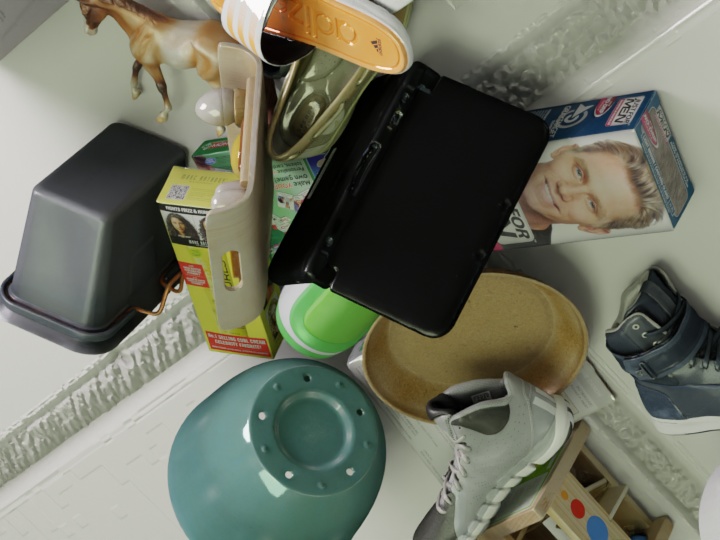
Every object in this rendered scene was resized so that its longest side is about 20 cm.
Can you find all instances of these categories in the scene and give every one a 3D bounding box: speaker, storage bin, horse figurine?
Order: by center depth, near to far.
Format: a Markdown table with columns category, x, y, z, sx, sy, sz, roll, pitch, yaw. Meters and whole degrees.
| category | x | y | z | sx | sy | sz | roll | pitch | yaw |
| --- | --- | --- | --- | --- | --- | --- | --- | --- | --- |
| speaker | 0.000 | 0.000 | 1.775 | 0.088 | 0.089 | 0.200 | 39 | 139 | -4 |
| horse figurine | -0.149 | -0.181 | 1.785 | 0.199 | 0.050 | 0.133 | 16 | 137 | 20 |
| storage bin | -0.228 | -0.035 | 1.859 | 0.145 | 0.200 | 0.135 | 23 | 125 | 13 |

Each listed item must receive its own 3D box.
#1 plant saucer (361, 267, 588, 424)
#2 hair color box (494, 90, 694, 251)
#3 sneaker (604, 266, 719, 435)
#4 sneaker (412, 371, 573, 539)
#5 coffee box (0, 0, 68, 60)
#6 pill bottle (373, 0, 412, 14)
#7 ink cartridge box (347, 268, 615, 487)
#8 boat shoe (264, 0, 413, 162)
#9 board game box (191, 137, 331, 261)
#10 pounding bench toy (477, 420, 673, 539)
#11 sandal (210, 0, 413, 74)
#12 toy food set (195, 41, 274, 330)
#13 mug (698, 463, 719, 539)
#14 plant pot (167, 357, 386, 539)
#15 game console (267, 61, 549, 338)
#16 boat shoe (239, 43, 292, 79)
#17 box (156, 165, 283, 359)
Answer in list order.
| category | x | y | z | sx | sy | sz | roll | pitch | yaw |
| --- | --- | --- | --- | --- | --- | --- | --- | --- | --- |
| plant saucer | 0.099 | 0.060 | 1.777 | 0.198 | 0.036 | 0.201 | -3 | 137 | -3 |
| hair color box | 0.162 | -0.078 | 1.673 | 0.199 | 0.061 | 0.100 | -7 | 122 | 34 |
| sneaker | 0.298 | 0.062 | 1.694 | 0.201 | 0.077 | 0.147 | -14 | 120 | 39 |
| sneaker | 0.086 | 0.163 | 1.805 | 0.115 | 0.075 | 0.200 | 34 | 107 | -25 |
| coffee box | -0.398 | -0.251 | 1.768 | 0.197 | 0.200 | 0.200 | -24 | 111 | 42 |
| pill bottle | -0.012 | -0.299 | 1.559 | 0.200 | 0.112 | 0.112 | 48 | 134 | -12 |
| ink cartridge box | 0.112 | 0.094 | 1.870 | 0.199 | 0.050 | 0.161 | -31 | 107 | 24 |
| boat shoe | -0.019 | -0.178 | 1.658 | 0.073 | 0.063 | 0.201 | 35 | 113 | 10 |
| board game box | -0.043 | -0.066 | 1.829 | 0.199 | 0.029 | 0.135 | -5 | 124 | 34 |
| pounding bench toy | 0.176 | 0.274 | 1.855 | 0.156 | 0.200 | 0.124 | 48 | 134 | -11 |
| sandal | -0.054 | -0.195 | 1.597 | 0.206 | 0.059 | 0.080 | 23 | 141 | 31 |
| toy food set | -0.109 | -0.071 | 1.685 | 0.060 | 0.201 | 0.144 | 0 | 139 | 2 |
| mug | 0.368 | 0.183 | 1.679 | 0.149 | 0.187 | 0.153 | 35 | 172 | 15 |
| plant pot | -0.066 | 0.172 | 1.892 | 0.200 | 0.201 | 0.161 | 37 | 150 | -1 |
| game console | 0.035 | -0.054 | 1.655 | 0.116 | 0.201 | 0.176 | 32 | 168 | -16 |
| boat shoe | -0.097 | -0.251 | 1.685 | 0.072 | 0.062 | 0.201 | -8 | 121 | 37 |
| box | -0.124 | -0.005 | 1.863 | 0.075 | 0.050 | 0.201 | 7 | 139 | 20 |
